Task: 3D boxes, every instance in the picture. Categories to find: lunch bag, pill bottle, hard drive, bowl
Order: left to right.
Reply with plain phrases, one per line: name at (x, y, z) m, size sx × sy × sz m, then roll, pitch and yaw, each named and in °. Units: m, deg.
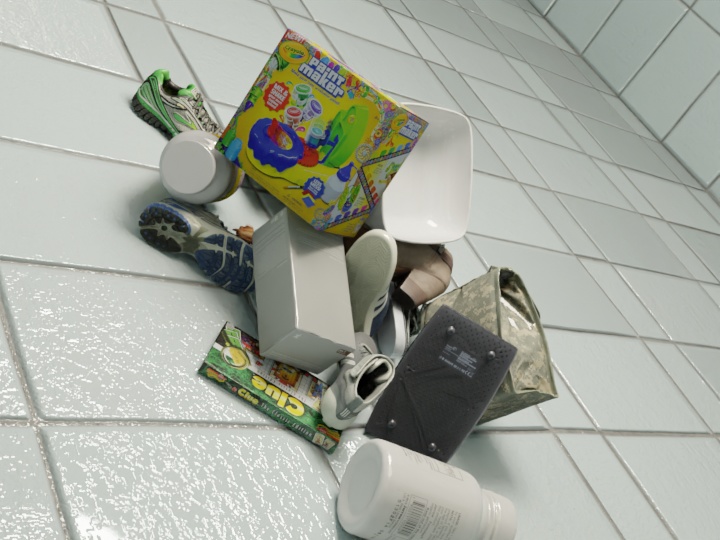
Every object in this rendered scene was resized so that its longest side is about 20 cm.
pill bottle at (-0.229, -0.147, 1.484) m, size 0.104 × 0.104 × 0.200 m, roll 36°, pitch 5°, yaw -1°
bowl at (0.077, -0.139, 1.520) m, size 0.199 × 0.201 × 0.074 m, roll 1°, pitch 1°, yaw -45°
pill bottle at (0.082, 0.285, 1.237) m, size 0.199 × 0.114 × 0.115 m, roll 24°, pitch 30°, yaw -22°
hard drive at (0.106, 0.155, 1.384) m, size 0.135 × 0.200 × 0.042 m, roll 31°, pitch 6°, yaw -9°
lunch bag at (0.179, 0.108, 1.498) m, size 0.117 × 0.164 × 0.201 m, roll 9°, pitch 62°, yaw -40°

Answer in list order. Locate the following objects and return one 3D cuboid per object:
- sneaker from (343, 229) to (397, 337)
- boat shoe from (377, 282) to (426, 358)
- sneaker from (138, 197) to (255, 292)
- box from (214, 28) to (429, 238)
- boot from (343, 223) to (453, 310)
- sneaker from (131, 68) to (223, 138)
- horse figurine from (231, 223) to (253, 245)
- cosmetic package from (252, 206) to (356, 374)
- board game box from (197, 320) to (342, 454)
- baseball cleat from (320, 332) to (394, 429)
sneaker at (0.014, 0.017, 1.470) m, size 0.075 × 0.201 × 0.084 m, roll 30°, pitch 35°, yaw 14°
boat shoe at (0.063, 0.070, 1.583) m, size 0.068 × 0.074 × 0.200 m, roll 12°, pitch 24°, yaw -12°
sneaker at (-0.208, -0.046, 1.455) m, size 0.200 × 0.077 × 0.085 m, roll 32°, pitch 24°, yaw -9°
box at (-0.052, -0.182, 1.397) m, size 0.200 × 0.193 × 0.122 m, roll 38°, pitch 11°, yaw 20°
boot at (0.057, -0.035, 1.561) m, size 0.200 × 0.070 × 0.146 m, roll 51°, pitch 41°, yaw -11°
sneaker at (-0.274, -0.246, 1.669) m, size 0.200 × 0.085 × 0.078 m, roll 36°, pitch 28°, yaw -2°
horse figurine at (-0.085, -0.026, 1.584) m, size 0.200 × 0.050 × 0.133 m, roll 41°, pitch 31°, yaw 6°
cosmetic package at (-0.077, 0.026, 1.380) m, size 0.107 × 0.090 × 0.201 m, roll 25°, pitch 47°, yaw -36°
board game box at (-0.106, 0.149, 1.331) m, size 0.200 × 0.023 × 0.105 m, roll 32°, pitch 30°, yaw -7°
baseball cleat at (0.010, 0.131, 1.354) m, size 0.070 × 0.106 × 0.200 m, roll 45°, pitch 29°, yaw -15°
